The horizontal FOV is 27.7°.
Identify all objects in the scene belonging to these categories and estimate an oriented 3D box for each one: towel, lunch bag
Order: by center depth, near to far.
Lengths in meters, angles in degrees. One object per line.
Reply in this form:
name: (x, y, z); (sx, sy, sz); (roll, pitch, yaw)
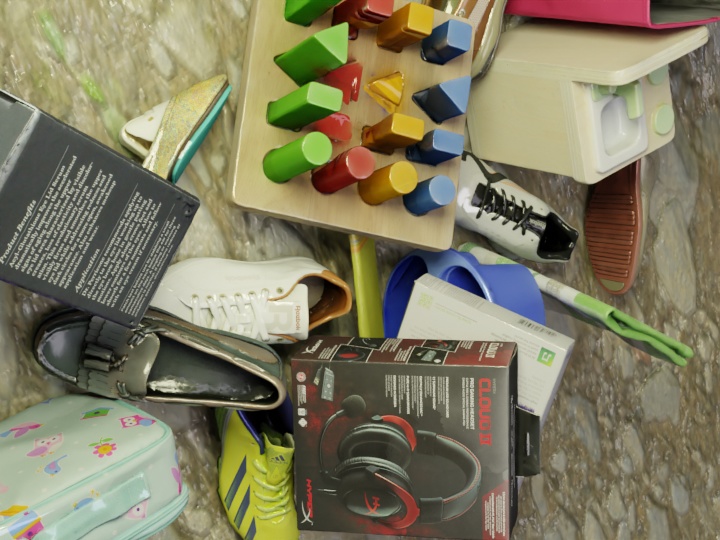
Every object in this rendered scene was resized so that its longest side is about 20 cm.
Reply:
lunch bag: (-0.232, 0.167, 1.043); (0.199, 0.160, 0.078); (-27, 117, -34)
towel: (0.000, 0.000, 1.256); (0.086, 0.018, 0.202); (-55, 140, -73)
towel: (0.195, 0.033, 1.357); (0.148, 0.199, 0.031); (23, 93, -41)

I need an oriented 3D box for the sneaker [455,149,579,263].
sneaker: (0.129, -0.061, 1.355); (0.199, 0.080, 0.074); (23, 86, -41)

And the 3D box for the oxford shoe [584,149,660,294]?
oxford shoe: (0.278, -0.076, 1.488); (0.073, 0.070, 0.203); (-9, 106, -42)

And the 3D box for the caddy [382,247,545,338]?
caddy: (0.084, 0.074, 1.309); (0.104, 0.141, 0.203); (-12, 108, -43)

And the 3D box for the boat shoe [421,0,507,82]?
boat shoe: (0.095, -0.268, 1.279); (0.073, 0.075, 0.202); (11, 93, -39)

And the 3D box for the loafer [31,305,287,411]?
loafer: (-0.149, 0.069, 1.110); (0.198, 0.063, 0.073); (10, 100, -17)

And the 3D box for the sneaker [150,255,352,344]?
sneaker: (-0.092, 0.027, 1.182); (0.198, 0.084, 0.074); (-15, 112, -36)

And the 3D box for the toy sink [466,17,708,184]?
toy sink: (0.206, -0.155, 1.318); (0.130, 0.199, 0.113); (-29, 118, -33)

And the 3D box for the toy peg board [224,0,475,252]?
toy peg board: (0.012, -0.135, 1.157); (0.197, 0.098, 0.203); (12, 79, -24)

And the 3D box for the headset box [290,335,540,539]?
headset box: (0.048, 0.135, 1.189); (0.075, 0.197, 0.151); (-48, 139, -73)

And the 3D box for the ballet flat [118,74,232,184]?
ballet flat: (-0.166, -0.074, 1.111); (0.071, 0.070, 0.202); (35, 76, -40)

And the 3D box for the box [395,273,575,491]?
box: (0.084, 0.122, 1.247); (0.036, 0.143, 0.202); (-26, 138, -64)

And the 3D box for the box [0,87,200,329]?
box: (-0.226, -0.055, 0.958); (0.105, 0.147, 0.200); (-62, 151, -1)

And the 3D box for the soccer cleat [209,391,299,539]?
soccer cleat: (-0.081, 0.161, 1.224); (0.064, 0.083, 0.202); (-24, 115, -33)

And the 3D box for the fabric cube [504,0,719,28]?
fabric cube: (0.248, -0.328, 1.313); (0.199, 0.198, 0.199); (-12, 109, -39)
